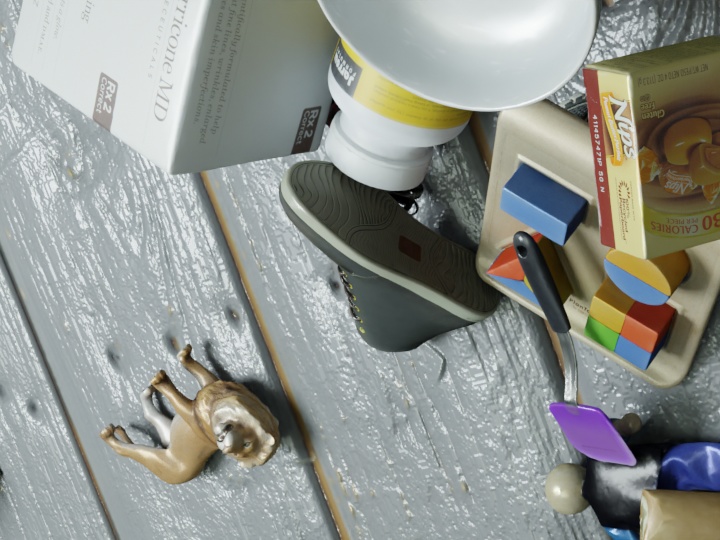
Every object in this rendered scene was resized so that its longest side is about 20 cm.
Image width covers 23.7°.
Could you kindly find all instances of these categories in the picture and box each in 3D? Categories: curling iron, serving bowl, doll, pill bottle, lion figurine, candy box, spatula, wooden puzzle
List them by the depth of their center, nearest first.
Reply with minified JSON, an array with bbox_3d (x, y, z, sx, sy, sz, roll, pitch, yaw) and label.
[{"bbox_3d":[0.239,-0.088,1.068,0.055,0.198,0.117,25,127,61],"label":"candy box"},{"bbox_3d":[0.066,-0.200,1.091,0.199,0.066,0.201,19,141,16],"label":"serving bowl"},{"bbox_3d":[0.161,-0.010,1.205,0.184,0.046,0.201,32,148,17],"label":"wooden puzzle"},{"bbox_3d":[0.146,0.059,1.231,0.056,0.021,0.201,2,121,47],"label":"spatula"},{"bbox_3d":[0.041,-0.162,1.239,0.112,0.112,0.201,34,124,21],"label":"pill bottle"},{"bbox_3d":[0.224,0.169,1.277,0.199,0.048,0.138,-2,106,36],"label":"doll"},{"bbox_3d":[-0.021,-0.118,1.347,0.200,0.049,0.026,50,126,18],"label":"curling iron"},{"bbox_3d":[-0.150,0.147,1.541,0.123,0.072,0.200,47,143,-1],"label":"lion figurine"}]

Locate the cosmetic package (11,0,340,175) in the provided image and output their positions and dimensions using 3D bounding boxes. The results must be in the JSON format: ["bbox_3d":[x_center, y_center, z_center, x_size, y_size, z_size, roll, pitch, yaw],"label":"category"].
[{"bbox_3d":[-0.130,-0.196,1.294,0.199,0.164,0.166,34,121,33],"label":"cosmetic package"}]

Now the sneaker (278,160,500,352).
[{"bbox_3d":[0.000,0.000,1.311,0.199,0.075,0.106,33,137,-22],"label":"sneaker"}]

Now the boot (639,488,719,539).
[{"bbox_3d":[0.290,0.162,1.164,0.198,0.066,0.177,0,111,9],"label":"boot"}]

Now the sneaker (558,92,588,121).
[{"bbox_3d":[0.189,-0.090,1.184,0.199,0.075,0.081,-13,101,40],"label":"sneaker"}]
